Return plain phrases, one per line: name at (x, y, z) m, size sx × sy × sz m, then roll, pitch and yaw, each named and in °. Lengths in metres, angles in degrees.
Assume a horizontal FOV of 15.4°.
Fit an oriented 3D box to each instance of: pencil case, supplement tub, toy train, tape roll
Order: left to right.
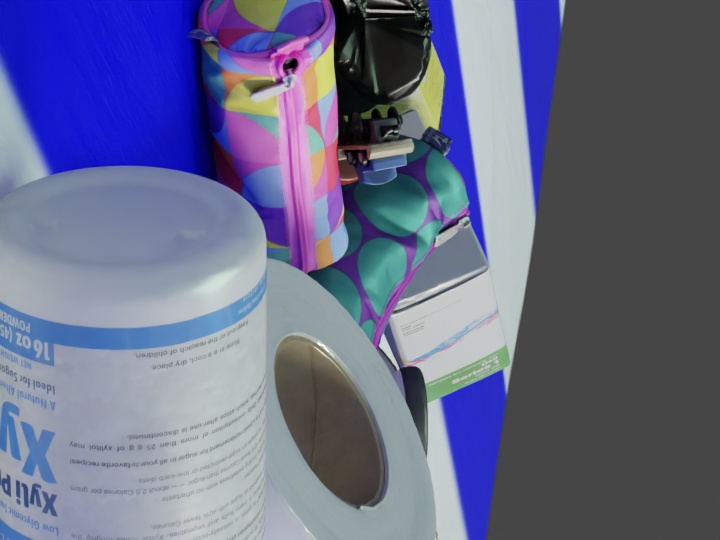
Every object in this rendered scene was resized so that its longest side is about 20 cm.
supplement tub at (-0.107, 0.066, 1.206) m, size 0.132 × 0.132 × 0.201 m, roll -64°, pitch 158°, yaw -63°
pencil case at (-0.051, -0.082, 1.574) m, size 0.200 × 0.088 × 0.089 m, roll 85°, pitch 15°, yaw -46°
tape roll at (-0.042, 0.097, 1.473) m, size 0.202 × 0.071 × 0.203 m, roll 46°, pitch 28°, yaw -33°
toy train at (-0.015, -0.075, 1.659) m, size 0.200 × 0.034 × 0.046 m, roll -179°, pitch -100°, yaw -70°
pencil case at (0.000, 0.000, 1.685) m, size 0.085 × 0.092 × 0.200 m, roll 99°, pitch 17°, yaw -49°

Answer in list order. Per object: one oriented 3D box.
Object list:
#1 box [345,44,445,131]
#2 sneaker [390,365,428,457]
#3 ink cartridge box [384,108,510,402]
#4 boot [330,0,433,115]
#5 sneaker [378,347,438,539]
box at (0.014, -0.149, 1.928) m, size 0.200 × 0.075 × 0.050 m, roll 52°, pitch 43°, yaw -74°
sneaker at (-0.028, 0.138, 1.609) m, size 0.067 × 0.108 × 0.202 m, roll -95°, pitch -163°, yaw -51°
ink cartridge box at (0.041, -0.008, 1.972) m, size 0.200 × 0.084 × 0.145 m, roll 72°, pitch -6°, yaw -67°
boot at (-0.004, -0.146, 1.657) m, size 0.168 × 0.076 × 0.201 m, roll -109°, pitch -169°, yaw -52°
sneaker at (-0.010, 0.150, 1.985) m, size 0.108 × 0.070 × 0.201 m, roll -12°, pitch 85°, yaw -47°
